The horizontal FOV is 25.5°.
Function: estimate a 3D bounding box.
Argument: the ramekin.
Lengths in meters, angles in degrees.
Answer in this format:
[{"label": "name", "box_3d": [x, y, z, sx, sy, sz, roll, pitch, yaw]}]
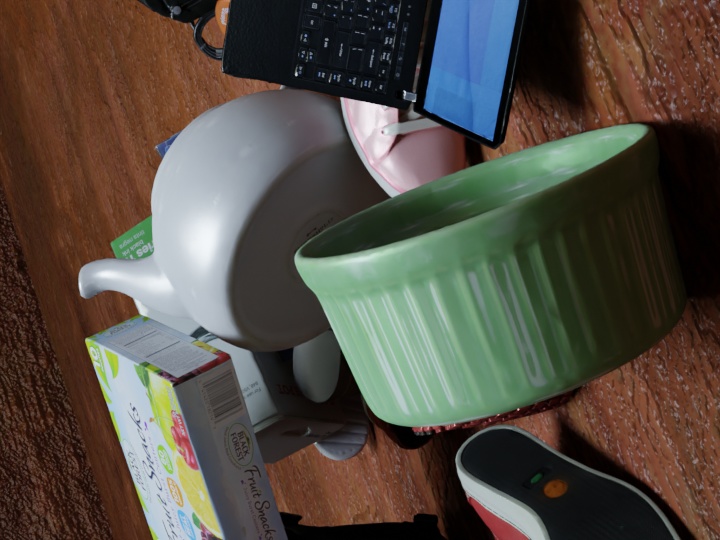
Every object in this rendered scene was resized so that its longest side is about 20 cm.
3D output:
[{"label": "ramekin", "box_3d": [0.073, 0.003, 0.836, 0.099, 0.199, 0.200, 70, 162, -9]}]

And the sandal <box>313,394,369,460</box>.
[{"label": "sandal", "box_3d": [-0.057, 0.076, 1.428, 0.209, 0.078, 0.059, 70, 158, 9]}]

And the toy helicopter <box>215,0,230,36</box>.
[{"label": "toy helicopter", "box_3d": [-0.072, -0.251, 1.069, 0.132, 0.079, 0.200, 44, 149, 6]}]

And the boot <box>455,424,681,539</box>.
[{"label": "boot", "box_3d": [0.145, 0.195, 0.987, 0.200, 0.072, 0.145, 34, 150, 52]}]

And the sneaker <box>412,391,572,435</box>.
[{"label": "sneaker", "box_3d": [0.074, 0.062, 1.051, 0.200, 0.077, 0.083, 158, 101, -69]}]

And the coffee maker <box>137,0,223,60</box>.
[{"label": "coffee maker", "box_3d": [-0.191, -0.295, 1.442, 0.200, 0.133, 0.194, -143, 41, -62]}]

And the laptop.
[{"label": "laptop", "box_3d": [0.010, -0.181, 0.930, 0.103, 0.198, 0.179, -39, -39, -73]}]

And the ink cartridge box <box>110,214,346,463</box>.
[{"label": "ink cartridge box", "box_3d": [-0.106, 0.054, 1.317, 0.201, 0.083, 0.146, 65, -164, 18]}]

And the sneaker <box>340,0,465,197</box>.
[{"label": "sneaker", "box_3d": [0.026, -0.145, 1.027, 0.105, 0.075, 0.202, 136, 121, -74]}]

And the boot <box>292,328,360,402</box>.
[{"label": "boot", "box_3d": [0.000, 0.000, 1.232, 0.073, 0.075, 0.202, 21, 106, 42]}]

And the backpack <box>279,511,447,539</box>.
[{"label": "backpack", "box_3d": [0.027, 0.281, 1.176, 0.199, 0.182, 0.149, 26, 106, 54]}]

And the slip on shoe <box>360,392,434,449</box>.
[{"label": "slip on shoe", "box_3d": [0.034, 0.060, 1.176, 0.061, 0.074, 0.201, 51, 156, 36]}]

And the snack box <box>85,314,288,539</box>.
[{"label": "snack box", "box_3d": [-0.117, 0.141, 1.127, 0.142, 0.053, 0.202, 18, 128, 56]}]

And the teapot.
[{"label": "teapot", "box_3d": [-0.074, -0.053, 1.133, 0.146, 0.199, 0.199, 35, 116, 36]}]

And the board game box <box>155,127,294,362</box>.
[{"label": "board game box", "box_3d": [-0.074, -0.053, 1.325, 0.201, 0.061, 0.200, 60, -165, -13]}]
